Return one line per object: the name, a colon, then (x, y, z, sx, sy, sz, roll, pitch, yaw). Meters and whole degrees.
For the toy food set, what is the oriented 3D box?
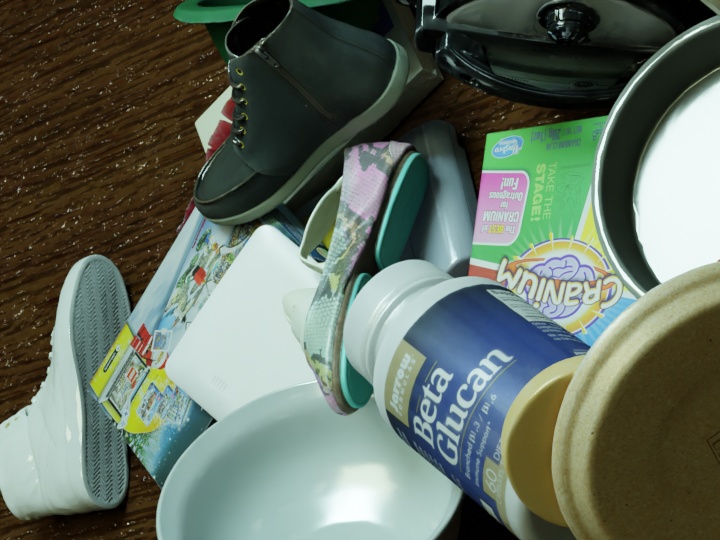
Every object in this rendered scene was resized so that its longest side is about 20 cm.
toy food set: (0.187, 0.083, 1.137, 0.200, 0.198, 0.049, -48, 30, 5)

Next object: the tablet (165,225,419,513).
tablet: (-0.027, 0.078, 1.414, 0.200, 0.014, 0.130, 39, 104, 17)

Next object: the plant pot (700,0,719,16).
plant pot: (0.248, -0.235, 1.186, 0.200, 0.187, 0.187, -50, 45, 10)

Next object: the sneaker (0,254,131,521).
sneaker: (-0.236, 0.092, 1.641, 0.115, 0.074, 0.201, -16, 64, 37)

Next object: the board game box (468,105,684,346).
board game box: (0.135, 0.006, 1.325, 0.153, 0.040, 0.201, -6, 69, 44)

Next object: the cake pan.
cake pan: (0.231, -0.054, 1.222, 0.200, 0.037, 0.201, -10, 68, 26)

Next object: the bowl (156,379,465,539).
bowl: (-0.021, 0.165, 1.330, 0.200, 0.091, 0.201, -10, 36, 8)

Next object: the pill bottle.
pill bottle: (0.077, 0.071, 1.245, 0.200, 0.111, 0.111, 37, 101, 47)

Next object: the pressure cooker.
pressure cooker: (0.124, -0.194, 1.318, 0.175, 0.178, 0.201, -11, 65, 39)

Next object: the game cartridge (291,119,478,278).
game cartridge: (0.000, 0.000, 1.469, 0.200, 0.040, 0.134, -34, 56, 31)

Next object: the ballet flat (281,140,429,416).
ballet flat: (-0.010, 0.003, 1.379, 0.071, 0.069, 0.201, 2, 60, 24)

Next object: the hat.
hat: (-0.040, -0.113, 1.505, 0.200, 0.165, 0.177, -152, 51, -68)

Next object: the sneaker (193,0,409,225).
sneaker: (-0.070, -0.112, 1.421, 0.200, 0.106, 0.075, -38, 38, 34)

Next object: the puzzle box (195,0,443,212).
puzzle box: (-0.033, -0.122, 1.558, 0.200, 0.025, 0.133, -43, 48, 25)

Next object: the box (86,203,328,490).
box: (-0.104, 0.044, 1.504, 0.200, 0.038, 0.137, -58, 44, 13)
